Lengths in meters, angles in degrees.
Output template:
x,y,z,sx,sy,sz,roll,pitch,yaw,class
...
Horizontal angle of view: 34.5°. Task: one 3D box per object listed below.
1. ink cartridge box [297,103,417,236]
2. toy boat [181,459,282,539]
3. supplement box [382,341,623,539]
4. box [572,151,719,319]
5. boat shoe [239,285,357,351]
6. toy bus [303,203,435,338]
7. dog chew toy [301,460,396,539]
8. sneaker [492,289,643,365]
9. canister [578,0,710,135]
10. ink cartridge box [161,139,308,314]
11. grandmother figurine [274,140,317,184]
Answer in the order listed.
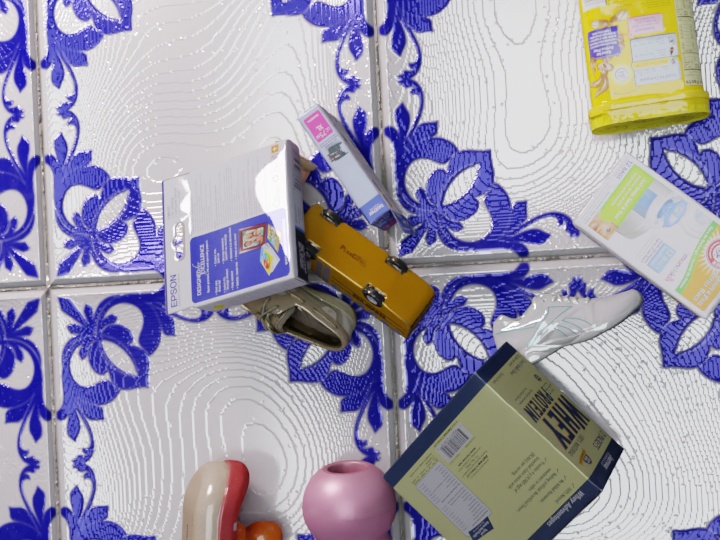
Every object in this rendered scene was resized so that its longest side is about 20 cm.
x,y,z,sx,sy,sz,roll,pitch,yaw,class
-0.002,-0.119,1.507,0.042,0.119,0.200,-37,83,7,ink cartridge box
-0.168,0.355,1.549,0.130,0.130,0.202,3,91,-19,toy boat
0.177,0.239,1.432,0.200,0.134,0.200,43,116,9,supplement box
0.377,-0.042,1.437,0.200,0.101,0.113,38,97,10,box
-0.103,0.049,1.532,0.199,0.065,0.072,24,126,-1,boat shoe
0.000,0.000,1.518,0.199,0.078,0.065,35,71,8,toy bus
-0.011,0.353,1.507,0.124,0.125,0.202,-3,96,11,dog chew toy
0.261,0.060,1.477,0.199,0.070,0.081,-24,82,11,sneaker
0.352,-0.283,1.454,0.147,0.087,0.202,-7,87,11,canister
-0.166,-0.052,1.515,0.199,0.047,0.199,-16,66,26,ink cartridge box
-0.132,-0.069,1.568,0.121,0.060,0.201,37,100,37,grandmother figurine
